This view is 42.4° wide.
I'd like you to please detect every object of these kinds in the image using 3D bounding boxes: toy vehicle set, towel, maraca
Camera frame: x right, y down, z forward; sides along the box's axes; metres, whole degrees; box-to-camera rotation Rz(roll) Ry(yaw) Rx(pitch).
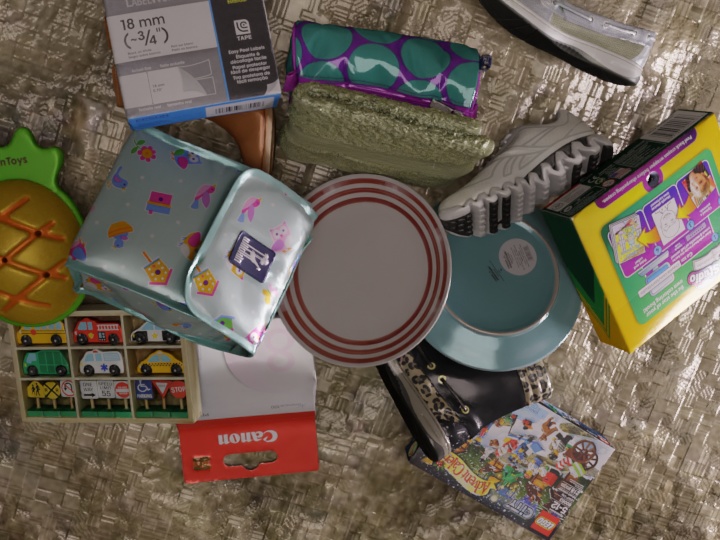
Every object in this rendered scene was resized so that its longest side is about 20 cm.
[{"bbox_3d":[-0.271,0.099,0.985,0.199,0.027,0.125,-2,103,11],"label":"toy vehicle set"},{"bbox_3d":[0.020,-0.128,0.925,0.199,0.148,0.037,13,74,-9],"label":"towel"},{"bbox_3d":[-0.341,-0.041,0.932,0.137,0.107,0.201,-8,101,1],"label":"maraca"}]

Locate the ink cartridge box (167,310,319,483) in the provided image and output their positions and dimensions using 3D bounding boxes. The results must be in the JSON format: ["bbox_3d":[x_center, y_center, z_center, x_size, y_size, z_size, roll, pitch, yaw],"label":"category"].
[{"bbox_3d":[-0.128,0.144,1.025,0.162,0.057,0.201,-5,99,-4],"label":"ink cartridge box"}]

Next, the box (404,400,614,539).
[{"bbox_3d":[0.171,0.206,1.069,0.200,0.038,0.137,31,98,-11],"label":"box"}]

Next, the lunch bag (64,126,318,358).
[{"bbox_3d":[-0.159,-0.024,0.904,0.199,0.122,0.171,22,68,0],"label":"lunch bag"}]

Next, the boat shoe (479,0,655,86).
[{"bbox_3d":[0.209,-0.256,0.947,0.201,0.074,0.065,24,94,-14],"label":"boat shoe"}]

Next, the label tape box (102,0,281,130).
[{"bbox_3d":[-0.164,-0.244,0.863,0.144,0.063,0.201,-11,90,-8],"label":"label tape box"}]

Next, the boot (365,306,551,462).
[{"bbox_3d":[0.096,0.085,0.998,0.153,0.074,0.204,-23,69,-12],"label":"boot"}]

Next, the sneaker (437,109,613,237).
[{"bbox_3d":[0.161,-0.101,0.965,0.200,0.075,0.081,-27,64,-13],"label":"sneaker"}]

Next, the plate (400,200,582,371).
[{"bbox_3d":[0.140,0.005,0.974,0.199,0.026,0.201,2,71,-5],"label":"plate"}]

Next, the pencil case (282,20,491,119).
[{"bbox_3d":[0.025,-0.195,0.934,0.199,0.093,0.085,7,134,-5],"label":"pencil case"}]

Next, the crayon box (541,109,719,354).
[{"bbox_3d":[0.308,-0.042,0.973,0.200,0.058,0.173,-35,114,-14],"label":"crayon box"}]

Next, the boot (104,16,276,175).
[{"bbox_3d":[-0.167,-0.175,0.928,0.155,0.077,0.201,-10,102,-4],"label":"boot"}]

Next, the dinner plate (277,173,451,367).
[{"bbox_3d":[0.000,0.000,0.963,0.199,0.024,0.201,-2,84,22],"label":"dinner plate"}]
